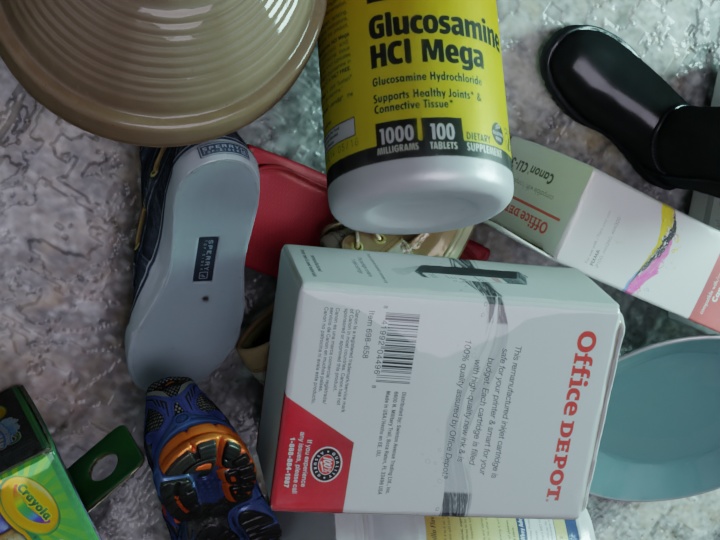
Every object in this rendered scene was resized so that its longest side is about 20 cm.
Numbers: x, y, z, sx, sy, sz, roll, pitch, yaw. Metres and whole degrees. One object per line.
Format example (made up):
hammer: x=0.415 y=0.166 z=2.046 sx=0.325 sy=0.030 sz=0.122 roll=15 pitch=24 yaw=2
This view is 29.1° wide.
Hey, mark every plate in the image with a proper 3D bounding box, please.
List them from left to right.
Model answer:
plate: x=0.234 y=0.107 z=1.035 sx=0.199 sy=0.026 sz=0.201 roll=-4 pitch=137 yaw=-3

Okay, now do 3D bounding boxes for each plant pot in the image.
plant pot: x=-0.110 y=-0.177 z=0.763 sx=0.200 sy=0.093 sz=0.202 roll=3 pitch=75 yaw=-13

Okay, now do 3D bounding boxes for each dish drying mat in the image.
dish drying mat: x=-0.005 y=-0.015 z=0.943 sx=0.199 sy=0.018 sz=0.077 roll=22 pitch=96 yaw=-27

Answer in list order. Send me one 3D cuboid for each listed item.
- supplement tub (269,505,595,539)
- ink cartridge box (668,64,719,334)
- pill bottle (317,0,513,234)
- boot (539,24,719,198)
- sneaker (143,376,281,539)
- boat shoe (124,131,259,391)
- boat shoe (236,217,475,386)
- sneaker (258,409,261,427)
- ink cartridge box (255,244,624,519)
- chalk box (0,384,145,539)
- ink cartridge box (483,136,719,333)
supplement tub: x=0.045 y=0.200 z=0.954 sx=0.199 sy=0.144 sz=0.145 roll=10 pitch=100 yaw=-26
ink cartridge box: x=0.329 y=-0.047 z=1.041 sx=0.146 sy=0.083 sz=0.201 roll=4 pitch=102 yaw=-27
pill bottle: x=0.030 y=-0.131 z=0.843 sx=0.112 sy=0.112 sz=0.201 roll=1 pitch=76 yaw=-24
boot: x=0.227 y=-0.097 z=0.919 sx=0.165 sy=0.200 sz=0.066 roll=35 pitch=89 yaw=-27
sneaker: x=-0.098 y=0.135 z=0.889 sx=0.075 sy=0.079 sz=0.200 roll=-17 pitch=145 yaw=-14
boat shoe: x=-0.110 y=-0.019 z=0.874 sx=0.071 sy=0.091 sz=0.201 roll=2 pitch=130 yaw=-23
boat shoe: x=0.000 y=0.000 z=0.899 sx=0.066 sy=0.074 sz=0.200 roll=41 pitch=87 yaw=-30
sneaker: x=0.030 y=0.093 z=0.960 sx=0.199 sy=0.078 sz=0.091 roll=-17 pitch=137 yaw=-5
ink cartridge box: x=0.045 y=0.070 z=0.854 sx=0.199 sy=0.084 sz=0.145 roll=5 pitch=108 yaw=-12
chalk box: x=-0.221 y=0.161 z=0.838 sx=0.199 sy=0.125 sz=0.124 roll=-25 pitch=112 yaw=-14
ink cartridge box: x=0.163 y=-0.031 z=0.956 sx=0.199 sy=0.116 sz=0.068 roll=22 pitch=96 yaw=-27
